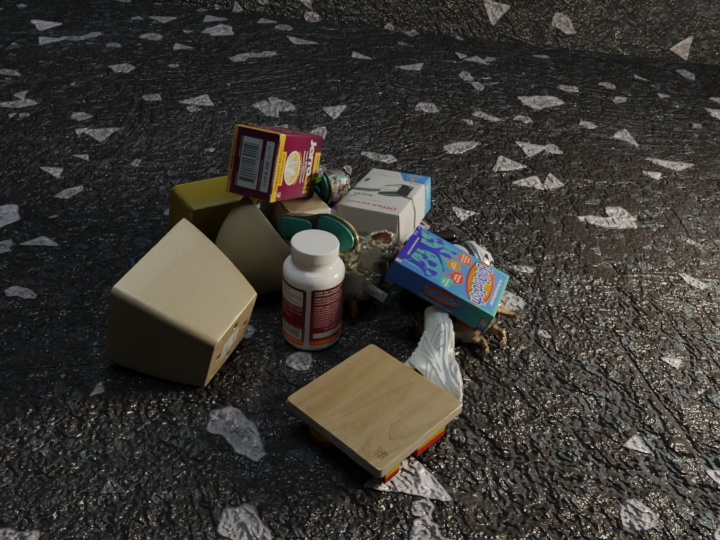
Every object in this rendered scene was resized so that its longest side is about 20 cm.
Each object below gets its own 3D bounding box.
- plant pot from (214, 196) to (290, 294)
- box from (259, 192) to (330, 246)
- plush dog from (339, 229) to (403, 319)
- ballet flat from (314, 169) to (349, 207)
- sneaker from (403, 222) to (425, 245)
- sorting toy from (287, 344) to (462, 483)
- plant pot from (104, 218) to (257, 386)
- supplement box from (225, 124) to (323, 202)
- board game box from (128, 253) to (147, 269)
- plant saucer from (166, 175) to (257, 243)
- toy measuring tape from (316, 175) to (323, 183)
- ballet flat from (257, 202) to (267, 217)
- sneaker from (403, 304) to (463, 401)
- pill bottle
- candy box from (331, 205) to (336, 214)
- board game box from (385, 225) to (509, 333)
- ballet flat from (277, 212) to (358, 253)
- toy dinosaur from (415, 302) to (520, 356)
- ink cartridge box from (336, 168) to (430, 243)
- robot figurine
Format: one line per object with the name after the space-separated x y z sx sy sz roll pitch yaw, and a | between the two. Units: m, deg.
-0.211 -0.030 1.436 0.134 0.201 0.200 -38 43 -2 | plant pot
-0.142 -0.132 1.559 0.094 0.078 0.200 -12 34 -24 | box
0.000 0.000 1.452 0.198 0.162 0.172 -7 10 18 | plush dog
-0.061 -0.166 1.557 0.071 0.073 0.200 -5 -7 -15 | ballet flat
0.120 -0.043 1.592 0.079 0.074 0.201 29 31 -6 | sneaker
0.021 0.230 1.153 0.198 0.070 0.199 30 41 33 | sorting toy
-0.290 0.074 1.231 0.176 0.200 0.200 29 46 4 | plant pot
-0.165 -0.210 1.433 0.102 0.132 0.200 14 14 17 | supplement box
-0.370 0.027 1.437 0.135 0.035 0.200 -11 37 -22 | board game box
-0.299 -0.111 1.531 0.199 0.200 0.049 -16 59 -28 | plant saucer
-0.096 -0.182 1.731 0.073 0.074 0.200 -11 2 -23 | toy measuring tape
-0.173 -0.140 1.689 0.199 0.070 0.070 -11 36 -23 | ballet flat
0.117 0.145 1.264 0.099 0.078 0.201 -6 50 1 | sneaker
-0.085 0.034 1.315 0.112 0.201 0.113 4 33 -3 | pill bottle
-0.051 -0.089 1.632 0.199 0.061 0.136 -22 41 -36 | candy box
0.161 0.012 1.325 0.199 0.045 0.152 29 34 5 | board game box
-0.067 -0.078 1.361 0.199 0.071 0.065 16 19 37 | ballet flat
0.212 0.085 1.380 0.199 0.086 0.135 -20 43 -29 | toy dinosaur
0.053 -0.137 1.577 0.144 0.084 0.200 12 34 20 | ink cartridge box
0.172 0.007 1.458 0.199 0.151 0.125 -9 21 -20 | robot figurine
